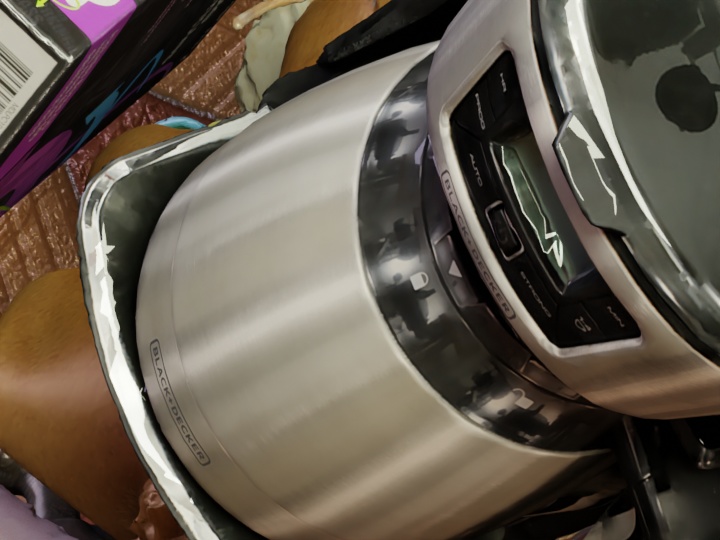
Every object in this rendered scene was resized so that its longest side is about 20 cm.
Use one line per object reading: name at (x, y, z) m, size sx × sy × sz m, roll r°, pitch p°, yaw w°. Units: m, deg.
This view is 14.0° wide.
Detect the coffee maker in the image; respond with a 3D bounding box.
coffee maker at (0.064, -0.029, 0.554) m, size 0.192 × 0.135 × 0.200 m, roll -50°, pitch 11°, yaw -30°

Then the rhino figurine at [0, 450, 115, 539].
rhino figurine at (-0.146, 0.152, 0.935) m, size 0.200 × 0.087 × 0.060 m, roll -45°, pitch -29°, yaw -13°

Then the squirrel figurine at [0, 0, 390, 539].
squirrel figurine at (0.000, 0.000, 0.764) m, size 0.187 × 0.142 × 0.200 m, roll -52°, pitch 24°, yaw -1°

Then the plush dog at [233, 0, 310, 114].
plush dog at (0.087, -0.079, 0.895) m, size 0.172 × 0.160 × 0.200 m, roll -20°, pitch -26°, yaw -51°

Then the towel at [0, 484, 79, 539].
towel at (-0.153, 0.141, 0.854) m, size 0.191 × 0.032 × 0.200 m, roll -45°, pitch 37°, yaw -16°

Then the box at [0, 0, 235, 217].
box at (-0.073, -0.068, 0.810) m, size 0.143 × 0.036 × 0.200 m, roll -46°, pitch 2°, yaw 41°

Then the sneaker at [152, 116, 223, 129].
sneaker at (-0.028, -0.002, 1.002) m, size 0.080 × 0.131 × 0.200 m, roll -44°, pitch 6°, yaw 0°
